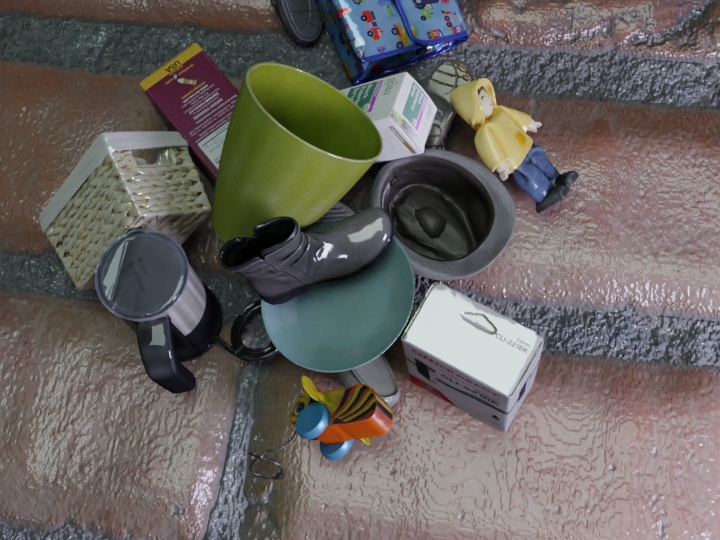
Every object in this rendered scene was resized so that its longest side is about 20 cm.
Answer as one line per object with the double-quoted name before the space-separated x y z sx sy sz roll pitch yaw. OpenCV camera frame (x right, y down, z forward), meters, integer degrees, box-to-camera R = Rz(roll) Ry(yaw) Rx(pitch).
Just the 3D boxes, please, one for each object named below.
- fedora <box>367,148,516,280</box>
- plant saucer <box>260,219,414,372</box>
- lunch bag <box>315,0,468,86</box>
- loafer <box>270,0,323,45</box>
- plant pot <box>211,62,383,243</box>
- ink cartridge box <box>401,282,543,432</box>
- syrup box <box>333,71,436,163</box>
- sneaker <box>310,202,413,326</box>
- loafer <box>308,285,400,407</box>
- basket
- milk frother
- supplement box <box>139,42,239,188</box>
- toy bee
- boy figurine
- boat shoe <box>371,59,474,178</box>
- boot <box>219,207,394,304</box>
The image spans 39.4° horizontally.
"fedora" 0.104 -0.065 1.338 0.200 0.090 0.177 33 76 14
"plant saucer" -0.025 0.035 1.263 0.200 0.039 0.202 -6 68 15
"lunch bag" 0.055 -0.378 1.464 0.199 0.094 0.151 -21 81 -14
"loafer" -0.109 -0.430 1.514 0.072 0.063 0.201 -12 84 -32
"plant pot" -0.102 -0.120 1.247 0.187 0.187 0.200 46 122 19
"ink cartridge box" 0.134 0.109 1.212 0.144 0.200 0.084 28 74 15
"syrup box" -0.004 -0.193 1.348 0.199 0.081 0.079 -8 53 41
"sneaker" 0.000 0.000 1.333 0.078 0.079 0.200 -33 66 2
"loafer" -0.015 0.090 1.297 0.070 0.070 0.200 -24 66 -40
"basket" -0.306 -0.075 1.317 0.200 0.135 0.124 -42 69 37
"milk frother" -0.202 0.042 1.278 0.199 0.188 0.181 -28 70 -5
"supplement box" -0.197 -0.193 1.396 0.103 0.131 0.200 -37 71 -8
"toy bee" -0.050 0.175 1.258 0.199 0.131 0.109 -8 44 14
"boy figurine" 0.202 -0.176 1.345 0.200 0.064 0.124 49 52 -6
"boat shoe" 0.092 -0.199 1.402 0.074 0.073 0.200 41 98 10
"boot" -0.059 -0.030 1.203 0.200 0.132 0.070 -31 64 3
